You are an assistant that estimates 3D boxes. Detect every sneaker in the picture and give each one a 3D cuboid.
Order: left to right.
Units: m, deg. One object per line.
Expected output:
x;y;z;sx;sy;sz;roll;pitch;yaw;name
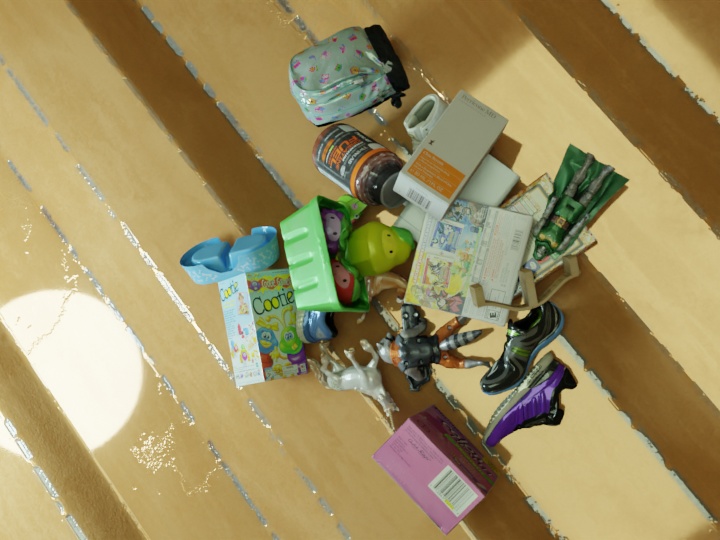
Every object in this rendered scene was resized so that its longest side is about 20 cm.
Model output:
-0.070;0.033;1.636;0.089;0.079;0.200;-2;94;20;sneaker
0.103;-0.218;1.594;0.074;0.116;0.200;28;92;41;sneaker
0.269;0.130;1.541;0.083;0.071;0.200;43;83;-27;sneaker
0.301;0.247;1.552;0.100;0.070;0.200;40;100;9;sneaker

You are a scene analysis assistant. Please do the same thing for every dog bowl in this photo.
-0.245;-0.026;1.700;0.200;0.112;0.050;-13;117;15;dog bowl

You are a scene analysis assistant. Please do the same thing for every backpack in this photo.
-0.029;-0.354;1.611;0.200;0.127;0.167;-24;52;3;backpack

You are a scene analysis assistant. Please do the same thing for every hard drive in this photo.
0.170;-0.123;1.572;0.132;0.027;0.200;37;96;7;hard drive

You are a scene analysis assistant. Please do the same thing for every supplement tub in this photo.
0.006;-0.184;1.595;0.200;0.107;0.107;38;99;42;supplement tub

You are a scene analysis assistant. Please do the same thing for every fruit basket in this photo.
-0.015;-0.029;1.533;0.215;0.155;0.216;-2;84;23;fruit basket

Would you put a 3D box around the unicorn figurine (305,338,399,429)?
-0.005;0.195;1.626;0.200;0.074;0.137;7;125;48;unicorn figurine

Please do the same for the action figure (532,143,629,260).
0.354;-0.102;1.514;0.118;0.055;0.200;33;97;10;action figure

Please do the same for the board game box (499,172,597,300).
0.293;-0.054;1.577;0.200;0.046;0.152;-36;79;12;board game box

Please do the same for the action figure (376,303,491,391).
0.119;0.113;1.594;0.193;0.105;0.200;-14;85;6;action figure

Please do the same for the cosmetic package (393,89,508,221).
0.153;-0.195;1.498;0.101;0.071;0.200;33;69;4;cosmetic package

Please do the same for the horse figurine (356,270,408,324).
0.000;0.000;1.633;0.133;0.050;0.200;-47;67;36;horse figurine

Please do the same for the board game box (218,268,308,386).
-0.182;0.106;1.658;0.105;0.103;0.200;-16;83;50;board game box

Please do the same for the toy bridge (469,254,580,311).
0.285;0.030;1.508;0.200;0.027;0.067;-16;105;-12;toy bridge

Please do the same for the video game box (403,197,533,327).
0.185;-0.020;1.538;0.182;0.047;0.200;14;96;1;video game box

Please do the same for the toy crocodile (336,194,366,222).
-0.058;-0.092;1.669;0.200;0.068;0.062;-26;100;15;toy crocodile

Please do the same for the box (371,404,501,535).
0.136;0.336;1.527;0.176;0.200;0.097;45;99;13;box
